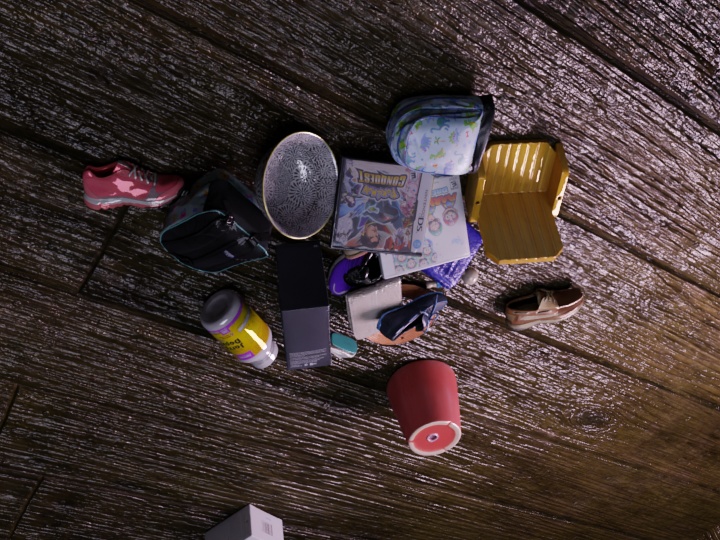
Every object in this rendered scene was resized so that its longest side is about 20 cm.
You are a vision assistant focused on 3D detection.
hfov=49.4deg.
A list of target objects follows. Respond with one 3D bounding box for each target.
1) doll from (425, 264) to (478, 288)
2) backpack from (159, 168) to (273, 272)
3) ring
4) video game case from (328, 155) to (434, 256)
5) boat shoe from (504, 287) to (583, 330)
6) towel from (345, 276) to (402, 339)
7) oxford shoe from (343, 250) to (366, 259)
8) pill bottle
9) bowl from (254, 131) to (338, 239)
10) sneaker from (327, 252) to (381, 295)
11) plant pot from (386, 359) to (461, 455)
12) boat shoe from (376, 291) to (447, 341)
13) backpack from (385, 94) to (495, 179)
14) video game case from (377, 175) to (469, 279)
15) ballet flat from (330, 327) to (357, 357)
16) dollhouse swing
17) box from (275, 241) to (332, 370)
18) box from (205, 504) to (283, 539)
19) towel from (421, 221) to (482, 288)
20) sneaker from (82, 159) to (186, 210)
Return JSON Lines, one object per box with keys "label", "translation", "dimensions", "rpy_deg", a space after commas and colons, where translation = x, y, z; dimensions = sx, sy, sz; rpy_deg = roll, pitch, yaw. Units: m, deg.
{"label": "doll", "translation": [0.187, -0.015, 1.779], "dimensions": [0.197, 0.049, 0.138], "rpy_deg": [21, 112, -28]}
{"label": "backpack", "translation": [-0.287, -0.089, 1.531], "dimensions": [0.198, 0.156, 0.175], "rpy_deg": [-25, 137, 30]}
{"label": "ring", "translation": [0.087, 0.104, 1.888], "dimensions": [0.195, 0.019, 0.203], "rpy_deg": [-6, 132, -7]}
{"label": "video game case", "translation": [0.044, -0.127, 1.567], "dimensions": [0.195, 0.026, 0.185], "rpy_deg": [4, 104, -15]}
{"label": "boat shoe", "translation": [0.447, 0.085, 1.912], "dimensions": [0.196, 0.076, 0.075], "rpy_deg": [-20, 130, 5]}
{"label": "towel", "translation": [0.034, 0.086, 1.786], "dimensions": [0.130, 0.035, 0.201], "rpy_deg": [-21, 149, -9]}
{"label": "oxford shoe", "translation": [0.027, -0.108, 1.654], "dimensions": [0.200, 0.071, 0.074], "rpy_deg": [-43, 123, 11]}
{"label": "pill bottle", "translation": [-0.270, 0.140, 1.784], "dimensions": [0.103, 0.105, 0.201], "rpy_deg": [-27, 132, 13]}
{"label": "bowl", "translation": [-0.142, -0.168, 1.517], "dimensions": [0.093, 0.203, 0.201], "rpy_deg": [11, 150, 41]}
{"label": "sneaker", "translation": [0.000, 0.000, 1.716], "dimensions": [0.069, 0.101, 0.200], "rpy_deg": [29, 120, -30]}
{"label": "plant pot", "translation": [0.174, 0.365, 2.034], "dimensions": [0.195, 0.179, 0.203], "rpy_deg": [-6, 133, -6]}
{"label": "boat shoe", "translation": [0.127, 0.116, 1.806], "dimensions": [0.197, 0.069, 0.085], "rpy_deg": [-25, 149, -26]}
{"label": "backpack", "translation": [0.146, -0.260, 1.500], "dimensions": [0.195, 0.155, 0.166], "rpy_deg": [12, 127, -4]}
{"label": "video game case", "translation": [0.124, -0.094, 1.621], "dimensions": [0.196, 0.024, 0.186], "rpy_deg": [-14, 108, -11]}
{"label": "ballet flat", "translation": [-0.092, 0.162, 1.877], "dimensions": [0.069, 0.070, 0.199], "rpy_deg": [-38, 129, 22]}
{"label": "dollhouse swing", "translation": [0.334, -0.142, 1.612], "dimensions": [0.195, 0.178, 0.184], "rpy_deg": [-3, 133, -8]}
{"label": "box", "translation": [-0.124, 0.074, 1.691], "dimensions": [0.102, 0.202, 0.185], "rpy_deg": [-5, 133, -6]}
{"label": "box", "translation": [-0.355, 0.828, 2.387], "dimensions": [0.198, 0.108, 0.152], "rpy_deg": [-35, 130, 19]}
{"label": "towel", "translation": [0.168, -0.062, 1.693], "dimensions": [0.199, 0.049, 0.149], "rpy_deg": [34, 93, -31]}
{"label": "sneaker", "translation": [-0.434, -0.169, 1.491], "dimensions": [0.195, 0.074, 0.088], "rpy_deg": [-6, 130, -8]}
